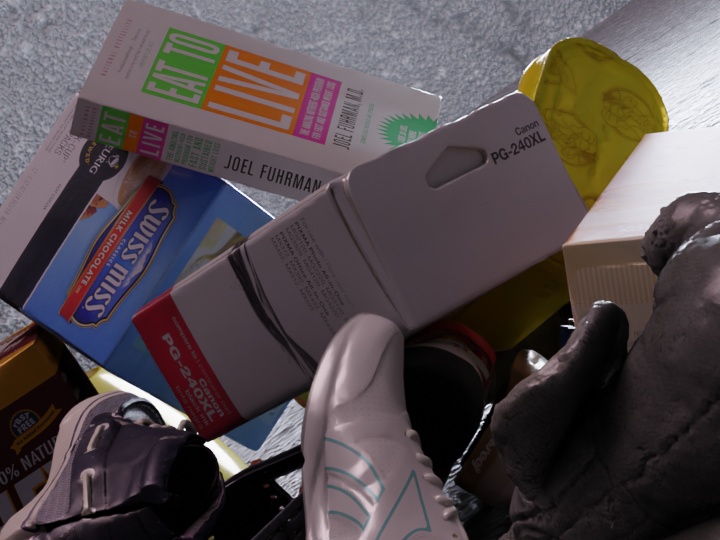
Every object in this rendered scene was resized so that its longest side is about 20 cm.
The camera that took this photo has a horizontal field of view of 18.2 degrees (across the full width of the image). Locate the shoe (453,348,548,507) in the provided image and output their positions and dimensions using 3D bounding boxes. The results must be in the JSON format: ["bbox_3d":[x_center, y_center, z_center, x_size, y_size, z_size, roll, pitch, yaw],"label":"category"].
[{"bbox_3d":[0.088,0.090,1.181,0.070,0.053,0.200,-63,-4,12],"label":"shoe"}]

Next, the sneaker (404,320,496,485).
[{"bbox_3d":[0.035,0.060,1.173,0.201,0.067,0.108,107,-171,-58],"label":"sneaker"}]

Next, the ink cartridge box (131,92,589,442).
[{"bbox_3d":[0.000,0.000,1.146,0.145,0.083,0.200,-28,-1,-39],"label":"ink cartridge box"}]

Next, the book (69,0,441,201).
[{"bbox_3d":[-0.057,-0.086,1.306,0.134,0.200,0.048,-79,5,-62],"label":"book"}]

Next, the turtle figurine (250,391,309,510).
[{"bbox_3d":[-0.005,0.064,1.374,0.064,0.200,0.161,1,-5,20],"label":"turtle figurine"}]

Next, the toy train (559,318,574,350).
[{"bbox_3d":[0.150,0.044,1.150,0.046,0.034,0.200,-3,2,-20],"label":"toy train"}]

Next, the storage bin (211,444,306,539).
[{"bbox_3d":[-0.053,0.166,1.066,0.135,0.094,0.200,-27,10,40],"label":"storage bin"}]

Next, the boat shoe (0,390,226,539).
[{"bbox_3d":[-0.103,0.103,1.107,0.093,0.075,0.200,-24,17,16],"label":"boat shoe"}]

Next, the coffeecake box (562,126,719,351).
[{"bbox_3d":[0.196,-0.015,1.084,0.153,0.073,0.200,-5,16,20],"label":"coffeecake box"}]

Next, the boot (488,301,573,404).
[{"bbox_3d":[0.121,0.025,1.356,0.200,0.075,0.097,-31,4,-3],"label":"boot"}]

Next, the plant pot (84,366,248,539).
[{"bbox_3d":[-0.183,0.152,1.553,0.200,0.142,0.200,-33,6,4],"label":"plant pot"}]

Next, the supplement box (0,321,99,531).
[{"bbox_3d":[-0.192,0.151,1.351,0.133,0.200,0.197,-33,7,-3],"label":"supplement box"}]

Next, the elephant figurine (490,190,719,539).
[{"bbox_3d":[0.115,0.077,0.891,0.200,0.155,0.142,-42,42,3],"label":"elephant figurine"}]

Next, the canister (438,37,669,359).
[{"bbox_3d":[0.078,-0.020,1.280,0.200,0.087,0.149,-44,22,47],"label":"canister"}]

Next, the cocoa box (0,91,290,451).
[{"bbox_3d":[-0.115,0.005,1.378,0.133,0.131,0.200,-56,-31,-2],"label":"cocoa box"}]

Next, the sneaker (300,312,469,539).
[{"bbox_3d":[0.012,0.111,0.983,0.080,0.070,0.200,-1,59,11],"label":"sneaker"}]
